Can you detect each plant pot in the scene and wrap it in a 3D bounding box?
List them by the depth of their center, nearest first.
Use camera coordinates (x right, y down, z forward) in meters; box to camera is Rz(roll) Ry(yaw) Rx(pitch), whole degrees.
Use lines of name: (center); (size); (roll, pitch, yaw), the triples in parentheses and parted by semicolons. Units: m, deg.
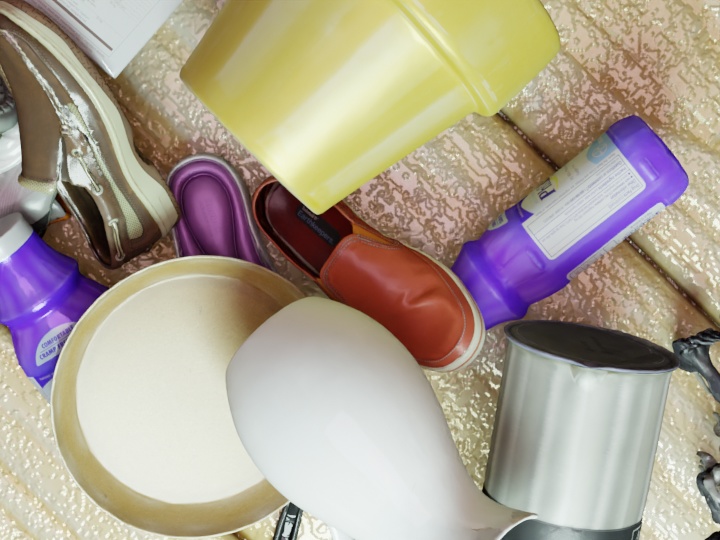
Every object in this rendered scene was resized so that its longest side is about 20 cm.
plant pot: (-0.005, -0.146, 0.884); (0.201, 0.201, 0.189); (44, 92, -6)
plant pot: (-0.110, 0.085, 0.940); (0.199, 0.027, 0.201); (-3, 104, -14)

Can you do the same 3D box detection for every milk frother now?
milk frother: (0.093, 0.126, 0.939); (0.199, 0.181, 0.189); (7, 100, -7)

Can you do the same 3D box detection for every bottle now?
bottle: (-0.196, 0.051, 0.958); (0.083, 0.065, 0.200); (-32, 113, 2)
bottle: (0.131, -0.024, 0.958); (0.200, 0.084, 0.065); (-39, 94, 12)

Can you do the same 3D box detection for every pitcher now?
pitcher: (-0.003, 0.131, 0.886); (0.200, 0.121, 0.172); (48, 134, 15)

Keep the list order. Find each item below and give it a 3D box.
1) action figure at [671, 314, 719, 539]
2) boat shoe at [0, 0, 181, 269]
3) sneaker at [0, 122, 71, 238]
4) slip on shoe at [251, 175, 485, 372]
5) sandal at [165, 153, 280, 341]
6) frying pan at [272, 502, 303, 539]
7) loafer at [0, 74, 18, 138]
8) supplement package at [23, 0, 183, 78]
action figure: (0.288, 0.132, 0.981); (0.119, 0.102, 0.200); (-20, 96, -9)
boat shoe: (-0.191, -0.080, 0.898); (0.075, 0.075, 0.202); (-47, 128, -21)
sneaker: (-0.258, -0.040, 0.967); (0.200, 0.074, 0.079); (-44, 101, 5)
slip on shoe: (0.000, 0.000, 0.941); (0.200, 0.061, 0.074); (41, 105, 20)
sandal: (-0.092, 0.015, 0.975); (0.082, 0.050, 0.203); (-25, 88, 5)
frying pan: (-0.050, 0.131, 1.015); (0.115, 0.031, 0.190); (38, 94, -3)
loafer: (-0.312, -0.130, 0.939); (0.200, 0.075, 0.070); (32, 115, 24)
supplement package: (-0.142, -0.245, 0.905); (0.200, 0.110, 0.114); (-47, 115, 4)
